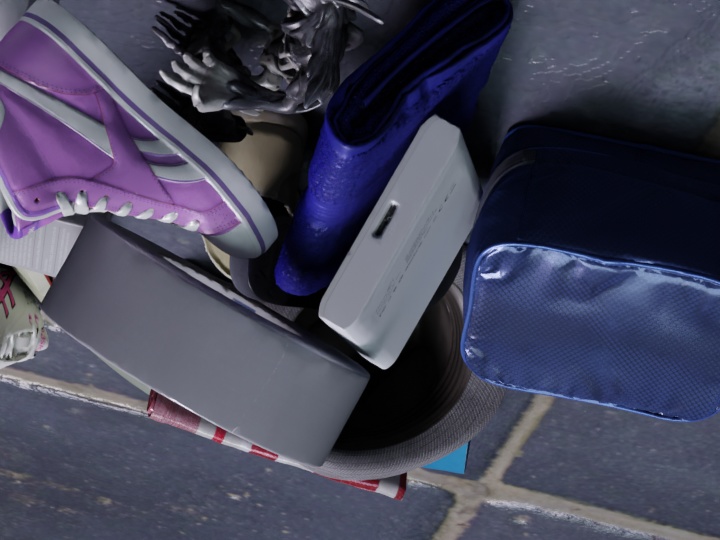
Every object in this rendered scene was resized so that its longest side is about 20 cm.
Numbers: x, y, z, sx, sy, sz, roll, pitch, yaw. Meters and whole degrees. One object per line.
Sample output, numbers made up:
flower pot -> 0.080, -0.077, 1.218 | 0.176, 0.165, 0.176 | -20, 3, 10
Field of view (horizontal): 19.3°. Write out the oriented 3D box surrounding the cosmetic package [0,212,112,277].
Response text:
cosmetic package -> -0.255, -0.074, 1.379 | 0.198, 0.108, 0.090 | 14, 150, -8

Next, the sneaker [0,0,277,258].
sneaker -> -0.145, -0.047, 1.198 | 0.200, 0.115, 0.073 | 41, 166, -23

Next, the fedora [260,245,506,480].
fedora -> 0.001, 0.052, 1.495 | 0.199, 0.178, 0.090 | -15, -161, -22

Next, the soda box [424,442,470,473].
soda box -> -0.010, 0.103, 1.651 | 0.198, 0.065, 0.068 | 9, 152, 5

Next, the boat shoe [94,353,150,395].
boat shoe -> -0.144, 0.059, 1.612 | 0.200, 0.072, 0.070 | 29, 165, 23

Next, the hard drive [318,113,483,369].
hard drive -> 0.029, -0.012, 1.281 | 0.026, 0.132, 0.200 | 29, 176, 10

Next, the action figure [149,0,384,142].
action figure -> -0.062, -0.135, 1.188 | 0.101, 0.120, 0.200 | 20, 157, -25

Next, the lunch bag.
lunch bag -> 0.166, -0.005, 1.323 | 0.198, 0.133, 0.136 | 12, 136, 1

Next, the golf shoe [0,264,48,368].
golf shoe -> -0.268, 0.036, 1.542 | 0.091, 0.200, 0.073 | 19, 106, -14

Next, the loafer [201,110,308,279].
loafer -> -0.076, -0.038, 1.414 | 0.075, 0.069, 0.200 | 11, 151, 2

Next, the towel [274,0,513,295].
towel -> 0.011, -0.076, 1.256 | 0.050, 0.148, 0.200 | 43, 153, 12

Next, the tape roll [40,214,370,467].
tape roll -> -0.094, 0.043, 1.291 | 0.199, 0.066, 0.200 | 30, 180, 0

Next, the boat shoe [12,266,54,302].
boat shoe -> -0.218, -0.012, 1.518 | 0.071, 0.063, 0.200 | 46, 169, 9

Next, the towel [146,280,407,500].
towel -> -0.053, 0.080, 1.546 | 0.199, 0.145, 0.023 | 20, 135, -15

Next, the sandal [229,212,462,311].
sandal -> 0.000, 0.001, 1.379 | 0.043, 0.077, 0.199 | 12, -170, 43

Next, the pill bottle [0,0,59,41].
pill bottle -> -0.281, -0.157, 1.230 | 0.198, 0.113, 0.113 | 9, 152, 5
